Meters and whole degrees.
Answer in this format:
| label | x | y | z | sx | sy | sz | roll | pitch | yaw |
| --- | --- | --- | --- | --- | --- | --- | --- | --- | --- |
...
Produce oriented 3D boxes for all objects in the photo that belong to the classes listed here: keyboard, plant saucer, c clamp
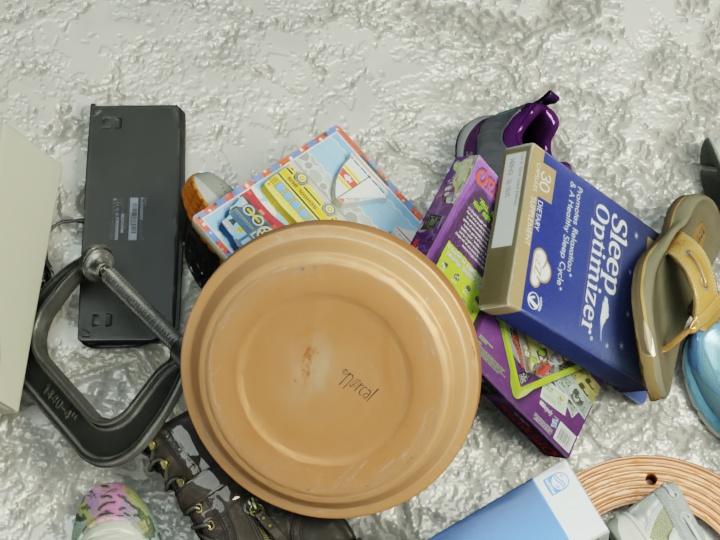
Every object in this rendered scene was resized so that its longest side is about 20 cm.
| label | x | y | z | sx | sy | sz | roll | pitch | yaw |
| --- | --- | --- | --- | --- | --- | --- | --- | --- | --- |
| keyboard | -0.198 | -0.036 | 1.261 | 0.126 | 0.021 | 0.201 | 0 | 67 | -1 |
| plant saucer | -0.021 | 0.068 | 1.069 | 0.199 | 0.032 | 0.201 | 2 | 104 | 8 |
| c clamp | -0.167 | 0.047 | 1.165 | 0.200 | 0.027 | 0.171 | 33 | 93 | 38 |

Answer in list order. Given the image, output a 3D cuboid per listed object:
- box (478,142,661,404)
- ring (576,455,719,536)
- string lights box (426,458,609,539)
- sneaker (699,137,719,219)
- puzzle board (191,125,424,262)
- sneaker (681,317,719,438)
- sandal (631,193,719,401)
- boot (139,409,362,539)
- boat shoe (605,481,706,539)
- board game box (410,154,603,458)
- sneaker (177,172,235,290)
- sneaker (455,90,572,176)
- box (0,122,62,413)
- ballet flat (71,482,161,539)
| label | x | y | z | sx | sy | sz | roll | pitch | yaw |
| --- | --- | --- | --- | --- | --- | --- | --- | --- | --- |
| box | 0.164 | 0.007 | 1.161 | 0.032 | 0.200 | 0.122 | -10 | 61 | 42 |
| ring | 0.205 | 0.229 | 1.152 | 0.199 | 0.019 | 0.201 | -1 | 69 | 1 |
| string lights box | 0.067 | 0.209 | 1.102 | 0.199 | 0.103 | 0.059 | -31 | 71 | -2 |
| sneaker | 0.322 | -0.020 | 1.222 | 0.080 | 0.070 | 0.201 | -12 | 68 | -7 |
| puzzle board | 0.000 | 0.000 | 1.147 | 0.151 | 0.017 | 0.200 | -36 | 79 | -34 |
| sneaker | 0.305 | 0.109 | 1.160 | 0.078 | 0.090 | 0.200 | -31 | 69 | -11 |
| sandal | 0.237 | 0.011 | 1.174 | 0.054 | 0.081 | 0.200 | -3 | 34 | 31 |
| boot | -0.101 | 0.181 | 1.126 | 0.200 | 0.069 | 0.174 | -33 | 74 | -21 |
| boat shoe | 0.247 | 0.235 | 1.102 | 0.065 | 0.074 | 0.202 | -35 | 65 | -8 |
| board game box | 0.107 | 0.028 | 1.149 | 0.032 | 0.200 | 0.120 | 4 | 56 | 51 |
| sneaker | -0.051 | 0.004 | 1.179 | 0.092 | 0.076 | 0.200 | -31 | 77 | -34 |
| sneaker | 0.118 | -0.035 | 1.210 | 0.074 | 0.087 | 0.201 | 14 | 62 | -39 |
| box | -0.290 | 0.000 | 1.201 | 0.095 | 0.078 | 0.201 | -6 | 66 | 25 |
| ballet flat | -0.169 | 0.237 | 1.123 | 0.069 | 0.071 | 0.201 | -8 | 68 | 5 |
